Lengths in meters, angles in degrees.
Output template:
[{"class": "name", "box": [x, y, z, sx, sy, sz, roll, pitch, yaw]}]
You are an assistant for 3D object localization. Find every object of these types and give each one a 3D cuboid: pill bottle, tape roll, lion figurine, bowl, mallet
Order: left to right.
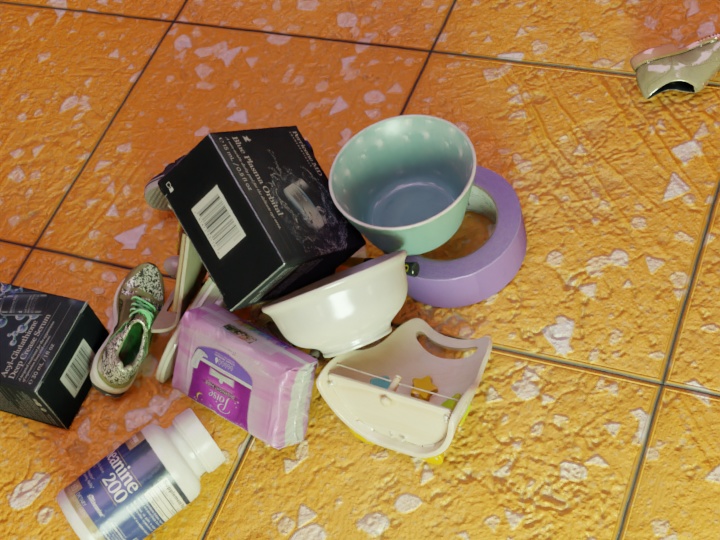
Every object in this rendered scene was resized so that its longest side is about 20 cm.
[{"class": "pill bottle", "box": [-0.272, 0.266, 1.553, 0.199, 0.112, 0.111, -37, 52, -12]}, {"class": "lion figurine", "box": [-0.084, 0.078, 1.672, 0.199, 0.073, 0.122, 35, 43, 19]}, {"class": "bowl", "box": [-0.018, 0.051, 1.565, 0.198, 0.201, 0.092, -22, 93, 0]}, {"class": "mallet", "box": [0.000, 0.000, 1.677, 0.198, 0.041, 0.067, 17, 93, 45]}, {"class": "bowl", "box": [0.064, -0.100, 1.645, 0.197, 0.106, 0.203, -8, 51, 10]}, {"class": "tape roll", "box": [0.127, -0.050, 1.699, 0.197, 0.066, 0.203, -8, 53, 11]}]

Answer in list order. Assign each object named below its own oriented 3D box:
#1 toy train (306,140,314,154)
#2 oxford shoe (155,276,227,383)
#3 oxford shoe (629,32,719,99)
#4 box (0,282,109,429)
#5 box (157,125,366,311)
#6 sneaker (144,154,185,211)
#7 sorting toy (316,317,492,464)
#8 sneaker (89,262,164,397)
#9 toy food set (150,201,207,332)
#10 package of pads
[{"class": "toy train", "box": [-0.134, -0.095, 1.811, 0.198, 0.085, 0.116, -32, 65, -8]}, {"class": "oxford shoe", "box": [-0.216, 0.072, 1.700, 0.057, 0.075, 0.201, 34, 83, -5]}, {"class": "oxford shoe", "box": [0.493, -0.293, 1.782, 0.197, 0.071, 0.075, -13, 76, 7]}, {"class": "box", "box": [-0.473, 0.114, 1.733, 0.197, 0.108, 0.150, 10, 58, 24]}, {"class": "box", "box": [-0.126, -0.074, 1.616, 0.117, 0.199, 0.198, -37, 78, 30]}, {"class": "sneaker", "box": [-0.235, -0.151, 1.879, 0.197, 0.079, 0.080, -13, 55, -7]}, {"class": "sorting toy", "box": [0.079, 0.135, 1.562, 0.198, 0.108, 0.181, 14, 49, 31]}, {"class": "sneaker", "box": [-0.307, 0.075, 1.712, 0.088, 0.076, 0.203, -31, 40, 53]}, {"class": "toy food set", "box": [-0.248, -0.033, 1.698, 0.059, 0.203, 0.144, 14, 29, 4]}, {"class": "package of pads", "box": [-0.150, 0.137, 1.607, 0.198, 0.122, 0.075, 25, 23, 31]}]
